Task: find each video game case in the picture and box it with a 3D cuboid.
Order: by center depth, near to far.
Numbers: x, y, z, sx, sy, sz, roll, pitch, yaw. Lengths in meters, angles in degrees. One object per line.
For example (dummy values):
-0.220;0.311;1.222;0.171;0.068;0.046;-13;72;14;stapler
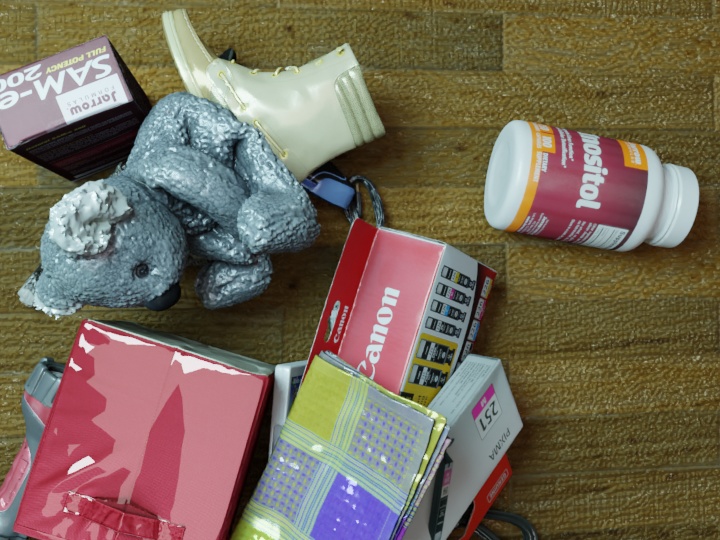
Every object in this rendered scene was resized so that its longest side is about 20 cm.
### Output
-0.055;0.189;0.781;0.018;0.143;0.203;5;89;20;video game case

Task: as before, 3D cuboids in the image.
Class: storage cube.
-0.181;0.155;0.735;0.169;0.200;0.182;17;84;-1;storage cube

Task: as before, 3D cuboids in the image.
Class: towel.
-0.022;0.181;0.672;0.143;0.023;0.202;28;94;27;towel

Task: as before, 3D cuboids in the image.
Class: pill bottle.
0.237;-0.083;0.829;0.197;0.113;0.115;9;88;-7;pill bottle

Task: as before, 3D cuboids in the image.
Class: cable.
0.094;0.259;0.857;0.198;0.050;0.098;10;71;-19;cable

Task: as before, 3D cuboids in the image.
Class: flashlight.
-0.332;0.188;0.784;0.068;0.067;0.202;30;89;-48;flashlight

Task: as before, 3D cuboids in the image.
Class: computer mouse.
0.000;0.000;0.845;0.058;0.034;0.203;1;84;14;computer mouse

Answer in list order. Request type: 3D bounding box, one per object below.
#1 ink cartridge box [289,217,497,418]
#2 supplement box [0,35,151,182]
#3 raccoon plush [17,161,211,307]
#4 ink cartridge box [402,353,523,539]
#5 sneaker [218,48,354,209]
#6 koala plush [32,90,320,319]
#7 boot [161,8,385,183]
0.037;0.070;0.768;0.083;0.175;0.202;16;87;33;ink cartridge box
-0.249;-0.139;0.726;0.108;0.200;0.062;-23;92;-7;supplement box
-0.229;-0.013;0.806;0.134;0.097;0.200;39;115;-18;raccoon plush
0.092;0.211;0.767;0.200;0.043;0.175;-45;125;-33;ink cartridge box
-0.079;-0.143;0.813;0.199;0.070;0.078;35;91;-5;sneaker
-0.175;-0.038;0.658;0.199;0.177;0.185;-33;86;-33;koala plush
-0.081;-0.179;0.747;0.154;0.073;0.202;-30;89;0;boot
